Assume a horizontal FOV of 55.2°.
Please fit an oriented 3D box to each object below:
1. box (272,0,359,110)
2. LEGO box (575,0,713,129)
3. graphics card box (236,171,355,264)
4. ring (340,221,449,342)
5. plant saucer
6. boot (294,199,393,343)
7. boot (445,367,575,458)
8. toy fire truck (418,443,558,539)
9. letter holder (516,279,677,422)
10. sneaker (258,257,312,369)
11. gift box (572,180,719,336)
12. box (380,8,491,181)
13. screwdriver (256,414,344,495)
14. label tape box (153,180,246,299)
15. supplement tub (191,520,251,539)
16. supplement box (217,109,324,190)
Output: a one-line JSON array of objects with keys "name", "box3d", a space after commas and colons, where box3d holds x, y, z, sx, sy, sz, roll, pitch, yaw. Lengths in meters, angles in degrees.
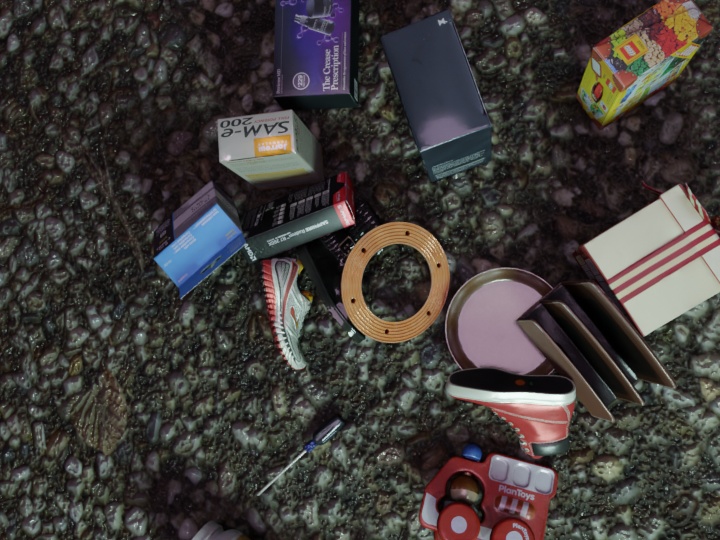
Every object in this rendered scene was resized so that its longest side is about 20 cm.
[{"name": "box", "box3d": [-0.077, -0.394, 1.224, 0.141, 0.079, 0.201, -1, 84, 13]}, {"name": "LEGO box", "box3d": [0.427, -0.317, 1.062, 0.149, 0.200, 0.077, -34, 79, 6]}, {"name": "graphics card box", "box3d": [-0.105, -0.090, 1.166, 0.199, 0.126, 0.051, -20, 119, 10]}, {"name": "ring", "box3d": [0.058, 0.020, 1.137, 0.200, 0.019, 0.201, -3, 98, -24]}, {"name": "plant saucer", "box3d": [0.240, 0.096, 1.138, 0.200, 0.032, 0.201, -1, 84, 9]}, {"name": "boot", "box3d": [-0.001, -0.001, 1.167, 0.158, 0.079, 0.211, -31, 79, 6]}, {"name": "boot", "box3d": [0.233, 0.233, 1.094, 0.199, 0.072, 0.145, 5, 117, 15]}, {"name": "toy fire truck", "box3d": [0.200, 0.369, 1.090, 0.199, 0.112, 0.168, 14, 63, 11]}, {"name": "letter holder", "box3d": [0.353, 0.122, 1.034, 0.101, 0.142, 0.200, -39, 91, -6]}, {"name": "sneaker", "box3d": [-0.115, 0.074, 1.165, 0.082, 0.078, 0.201, -13, 107, -12]}, {"name": "gift box", "box3d": [0.443, -0.028, 1.039, 0.186, 0.185, 0.200, -31, 86, 8]}, {"name": "box", "box3d": [0.127, -0.272, 1.111, 0.117, 0.200, 0.197, -19, 81, 8]}, {"name": "screwdriver", "box3d": [-0.105, 0.318, 1.175, 0.200, 0.029, 0.028, -42, 79, -2]}, {"name": "label tape box", "box3d": [-0.277, -0.059, 1.166, 0.144, 0.200, 0.063, -40, 119, 4]}, {"name": "supplement tub", "box3d": [-0.198, 0.516, 1.115, 0.200, 0.144, 0.145, 31, 90, 11]}, {"name": "supplement box", "box3d": [-0.143, -0.197, 1.151, 0.126, 0.200, 0.074, -5, 83, 9]}]
